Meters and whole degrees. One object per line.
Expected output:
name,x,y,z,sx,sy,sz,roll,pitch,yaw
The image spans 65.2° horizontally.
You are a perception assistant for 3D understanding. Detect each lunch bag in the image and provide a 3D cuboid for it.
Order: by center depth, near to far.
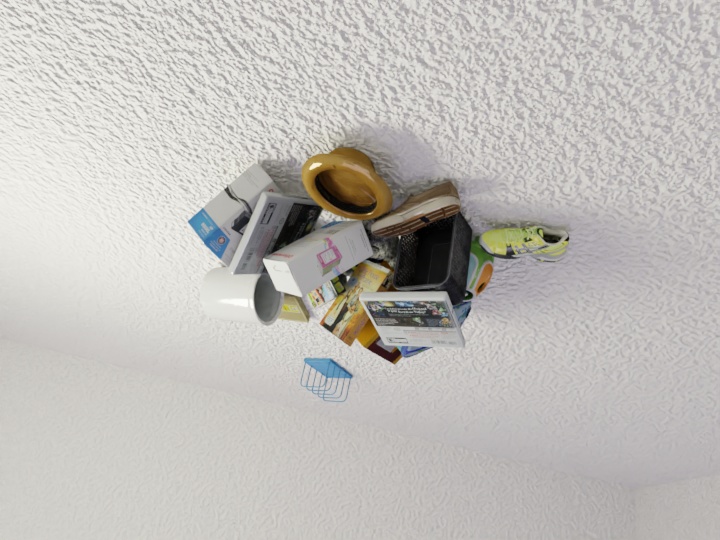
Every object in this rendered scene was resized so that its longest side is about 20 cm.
lunch bag,0.174,0.126,1.394,0.197,0.083,0.163,-13,138,-34

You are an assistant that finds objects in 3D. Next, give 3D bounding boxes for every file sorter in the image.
file sorter,-0.146,0.469,2.396,0.136,0.125,0.200,-5,148,30

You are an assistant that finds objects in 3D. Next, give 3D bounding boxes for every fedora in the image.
fedora,-0.021,-0.187,1.148,0.196,0.083,0.202,14,150,8

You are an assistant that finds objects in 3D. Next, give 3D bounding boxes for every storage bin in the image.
storage bin,0.160,-0.031,1.230,0.133,0.203,0.094,-7,147,33

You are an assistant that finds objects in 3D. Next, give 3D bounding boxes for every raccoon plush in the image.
raccoon plush,0.076,-0.085,1.279,0.197,0.098,0.134,25,148,-11

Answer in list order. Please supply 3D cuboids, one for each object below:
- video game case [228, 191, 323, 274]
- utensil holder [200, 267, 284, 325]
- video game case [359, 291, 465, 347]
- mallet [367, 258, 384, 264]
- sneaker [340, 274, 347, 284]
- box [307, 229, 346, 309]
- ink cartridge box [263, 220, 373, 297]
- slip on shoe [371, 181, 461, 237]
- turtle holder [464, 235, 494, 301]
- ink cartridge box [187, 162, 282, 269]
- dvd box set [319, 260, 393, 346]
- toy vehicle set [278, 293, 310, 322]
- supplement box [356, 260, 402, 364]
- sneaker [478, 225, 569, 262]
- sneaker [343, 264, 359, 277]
video game case,-0.184,-0.078,1.259,0.180,0.202,0.023,-1,-144,-51
utensil holder,-0.354,0.072,1.690,0.196,0.173,0.170,2,151,25
video game case,0.116,0.109,1.236,0.196,0.024,0.183,-1,140,26
mallet,0.082,-0.007,1.500,0.065,0.042,0.199,-11,149,35
sneaker,-0.122,0.006,1.544,0.143,0.078,0.204,-9,137,16
box,-0.121,-0.014,1.416,0.034,0.203,0.110,-24,175,-44
ink cartridge box,-0.095,-0.030,1.233,0.144,0.198,0.086,7,122,60
slip on shoe,0.111,-0.127,1.175,0.197,0.062,0.076,-20,157,24
turtle holder,0.222,-0.006,1.329,0.182,0.134,0.141,14,154,-5
ink cartridge box,-0.257,-0.114,1.250,0.084,0.200,0.145,43,172,33
dvd box set,-0.009,0.073,1.365,0.029,0.202,0.146,37,174,-30
toy vehicle set,-0.248,0.115,1.876,0.122,0.027,0.201,7,152,12
supplement box,0.082,0.110,1.471,0.133,0.197,0.200,48,-174,34
sneaker,0.357,-0.071,1.229,0.195,0.077,0.077,2,146,-3
sneaker,0.000,0.000,1.519,0.080,0.075,0.201,1,144,35
